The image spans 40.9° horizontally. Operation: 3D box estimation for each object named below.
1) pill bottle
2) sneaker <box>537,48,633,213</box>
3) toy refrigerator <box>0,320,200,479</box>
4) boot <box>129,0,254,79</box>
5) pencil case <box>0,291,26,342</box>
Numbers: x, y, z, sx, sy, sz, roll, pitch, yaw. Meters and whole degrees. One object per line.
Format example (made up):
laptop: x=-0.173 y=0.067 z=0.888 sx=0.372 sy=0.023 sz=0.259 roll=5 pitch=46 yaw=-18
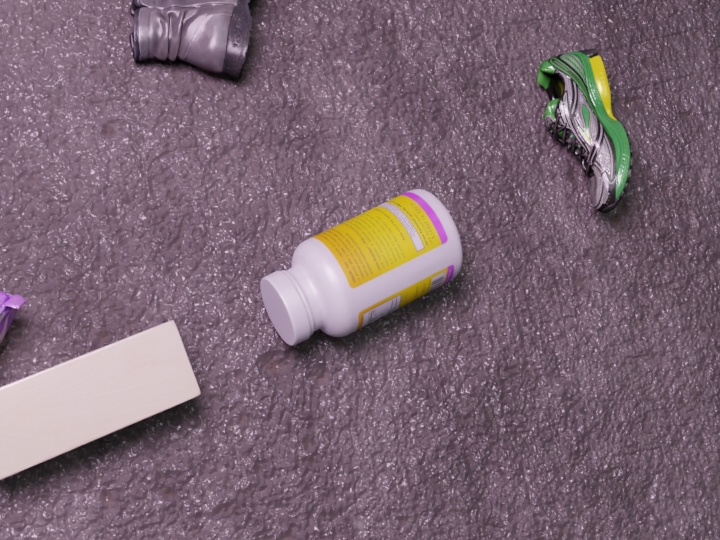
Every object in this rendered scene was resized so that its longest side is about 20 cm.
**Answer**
pill bottle: x=0.000 y=0.000 z=0.987 sx=0.198 sy=0.104 sz=0.105 roll=-26 pitch=86 yaw=-22
sneaker: x=0.257 y=-0.159 z=1.132 sx=0.084 sy=0.078 sz=0.203 roll=-9 pitch=71 yaw=-12
toy refrigerator: x=-0.257 y=0.119 z=0.898 sx=0.197 sy=0.070 sz=0.077 roll=-22 pitch=91 yaw=-20
boot: x=-0.173 y=-0.309 z=1.029 sx=0.129 sy=0.070 sz=0.203 roll=11 pitch=70 yaw=-9
pencil case: x=-0.406 y=0.011 z=0.864 sx=0.198 sy=0.084 sz=0.086 roll=31 pitch=101 yaw=-10
